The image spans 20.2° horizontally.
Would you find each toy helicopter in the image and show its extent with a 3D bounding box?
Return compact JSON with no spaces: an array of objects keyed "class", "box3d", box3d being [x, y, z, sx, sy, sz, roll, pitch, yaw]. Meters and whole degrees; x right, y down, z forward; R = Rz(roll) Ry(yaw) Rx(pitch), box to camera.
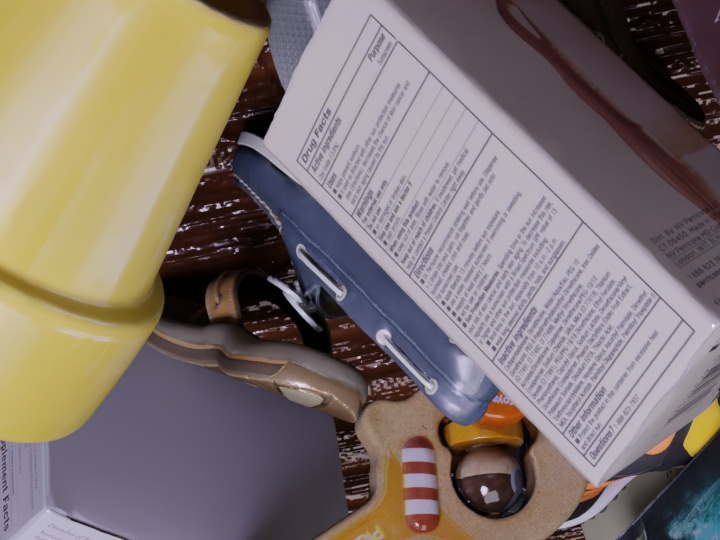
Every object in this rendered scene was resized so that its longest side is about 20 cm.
[{"class":"toy helicopter","box3d":[0.027,0.128,0.977,0.199,0.133,0.079,-29,172,-20]}]

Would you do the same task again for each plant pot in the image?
[{"class":"plant pot","box3d":[-0.142,-0.065,0.826,0.200,0.201,0.189,28,108,-33]}]

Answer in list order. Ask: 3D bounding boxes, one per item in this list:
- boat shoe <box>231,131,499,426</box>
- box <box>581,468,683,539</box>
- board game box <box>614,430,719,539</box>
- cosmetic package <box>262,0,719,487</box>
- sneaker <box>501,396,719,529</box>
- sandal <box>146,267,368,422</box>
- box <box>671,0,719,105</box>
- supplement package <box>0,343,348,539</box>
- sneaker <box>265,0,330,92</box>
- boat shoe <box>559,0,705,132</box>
[{"class":"boat shoe","box3d":[0.000,0.000,0.907,0.075,0.200,0.062,16,105,-51]},{"class":"box","box3d":[0.215,0.140,1.089,0.096,0.201,0.176,14,129,-24]},{"class":"board game box","box3d":[0.197,0.138,0.970,0.028,0.136,0.200,12,131,-32]},{"class":"cosmetic package","box3d":[0.069,-0.029,0.795,0.087,0.200,0.104,-27,156,-44]},{"class":"sneaker","box3d":[0.115,0.087,1.074,0.090,0.070,0.200,11,154,-37]},{"class":"sandal","box3d":[-0.047,0.027,0.955,0.080,0.200,0.054,21,87,-24]},{"class":"box","box3d":[0.223,-0.120,0.830,0.165,0.201,0.164,-28,134,17]},{"class":"supplement package","box3d":[-0.112,0.121,1.030,0.199,0.156,0.111,29,124,-34]},{"class":"sneaker","box3d":[0.039,-0.073,0.928,0.200,0.080,0.070,41,130,-13]},{"class":"boat shoe","box3d":[0.093,-0.114,0.901,0.202,0.075,0.075,26,116,-34]}]
